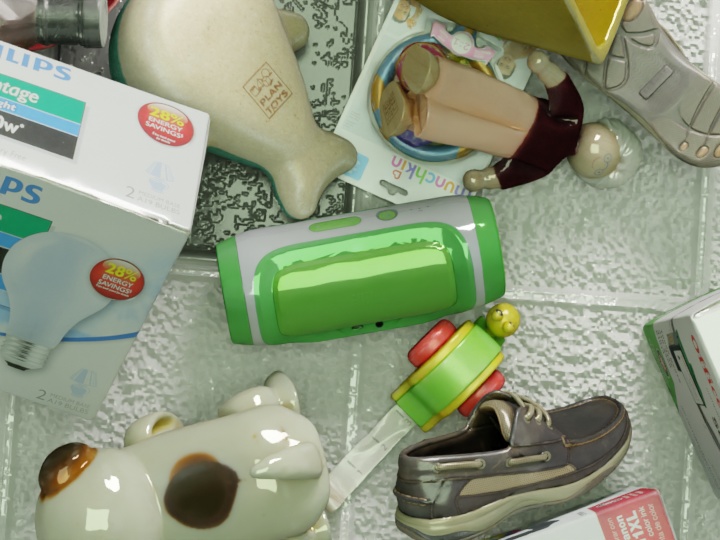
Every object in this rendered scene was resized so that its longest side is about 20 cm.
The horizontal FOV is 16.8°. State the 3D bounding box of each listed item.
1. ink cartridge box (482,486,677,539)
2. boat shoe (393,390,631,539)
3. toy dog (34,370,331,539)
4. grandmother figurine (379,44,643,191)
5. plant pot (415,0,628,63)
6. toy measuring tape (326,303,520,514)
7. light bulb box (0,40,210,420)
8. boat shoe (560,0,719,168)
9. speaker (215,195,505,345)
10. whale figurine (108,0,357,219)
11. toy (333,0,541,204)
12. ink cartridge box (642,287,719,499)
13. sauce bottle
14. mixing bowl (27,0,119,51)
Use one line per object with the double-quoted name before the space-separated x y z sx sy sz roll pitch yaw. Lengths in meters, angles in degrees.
"ink cartridge box" 0.120 0.223 1.710 0.199 0.146 0.083 -19 87 -3
"boat shoe" 0.110 0.125 1.710 0.200 0.074 0.074 -24 116 -32
"toy dog" -0.125 0.166 1.689 0.199 0.194 0.140 -13 96 -11
"grandmother figurine" 0.113 -0.100 1.742 0.200 0.121 0.061 13 46 -26
"plant pot" 0.085 -0.286 1.699 0.200 0.194 0.196 12 66 30
"toy measuring tape" 0.042 0.097 1.753 0.200 0.074 0.074 -45 89 -4
"light bulb box" -0.230 -0.031 1.659 0.198 0.125 0.200 19 131 -13
"boat shoe" 0.197 -0.150 1.769 0.074 0.073 0.200 -40 84 2
"speaker" 0.000 0.000 1.749 0.199 0.088 0.089 -10 87 -2
"whale figurine" -0.095 -0.125 1.752 0.200 0.104 0.159 46 62 -14
"toy" 0.062 -0.143 1.776 0.115 0.047 0.200 25 86 0
"ink cartridge box" 0.274 0.083 1.694 0.084 0.200 0.146 -23 87 -3
"sauce bottle" -0.273 -0.174 1.659 0.199 0.066 0.066 0 87 -1
"mixing bowl" -0.244 -0.250 1.740 0.199 0.108 0.201 0 90 1
